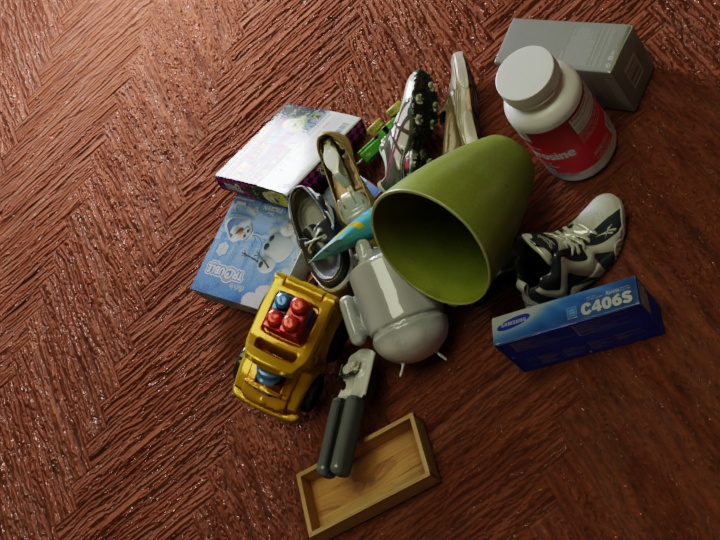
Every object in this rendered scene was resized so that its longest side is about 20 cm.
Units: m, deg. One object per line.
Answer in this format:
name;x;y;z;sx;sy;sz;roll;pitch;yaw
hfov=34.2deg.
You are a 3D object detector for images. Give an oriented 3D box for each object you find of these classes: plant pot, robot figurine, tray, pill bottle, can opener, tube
plant pot;0.145;-0.090;1.572;0.186;0.188;0.200;12;47;39
robot figurine;0.055;0.045;1.649;0.169;0.113;0.201;-22;76;9
tray;0.009;0.287;1.617;0.199;0.037;0.099;-30;51;18
pill bottle;0.266;-0.217;1.607;0.112;0.200;0.113;-17;55;27
can opener;-0.010;0.200;1.639;0.052;0.066;0.201;-16;45;40
tube;0.010;-0.063;1.707;0.051;0.200;0.077;53;136;6

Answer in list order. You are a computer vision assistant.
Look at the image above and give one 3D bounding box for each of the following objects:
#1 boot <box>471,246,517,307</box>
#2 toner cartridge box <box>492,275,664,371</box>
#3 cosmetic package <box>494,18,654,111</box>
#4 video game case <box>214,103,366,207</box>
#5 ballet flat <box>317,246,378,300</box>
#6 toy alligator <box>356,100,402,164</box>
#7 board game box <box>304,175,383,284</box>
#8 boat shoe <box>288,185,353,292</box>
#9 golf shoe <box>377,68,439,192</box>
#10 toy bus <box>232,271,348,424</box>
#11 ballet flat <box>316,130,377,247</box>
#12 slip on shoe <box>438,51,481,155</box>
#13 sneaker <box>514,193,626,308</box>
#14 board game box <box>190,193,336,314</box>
boot;0.178;-0.068;1.675;0.182;0.073;0.200;-44;46;7
toner cartridge box;0.279;0.071;1.506;0.199;0.095;0.043;-18;54;26
cosmetic package;0.307;-0.298;1.689;0.199;0.107;0.091;18;76;39
video game case;-0.116;-0.193;1.935;0.180;0.036;0.200;17;55;40
ballet flat;0.000;0.000;1.761;0.199;0.072;0.068;-18;55;27
toy alligator;0.035;-0.208;1.870;0.200;0.059;0.054;-42;4;10
board game box;-0.053;-0.068;1.874;0.200;0.019;0.103;-51;46;1
boat shoe;-0.063;-0.052;1.751;0.074;0.060;0.201;-32;44;16
golf shoe;0.068;-0.211;1.800;0.088;0.077;0.202;2;83;35
toy bus;-0.106;0.105;1.678;0.135;0.192;0.201;23;80;8
ballet flat;-0.024;-0.126;1.813;0.068;0.063;0.201;-28;73;14
slip on shoe;0.148;-0.247;1.796;0.060;0.076;0.201;-13;65;16
sneaker;0.270;-0.034;1.548;0.200;0.129;0.079;-52;49;0
board game box;-0.157;-0.031;1.886;0.199;0.043;0.200;13;73;40
